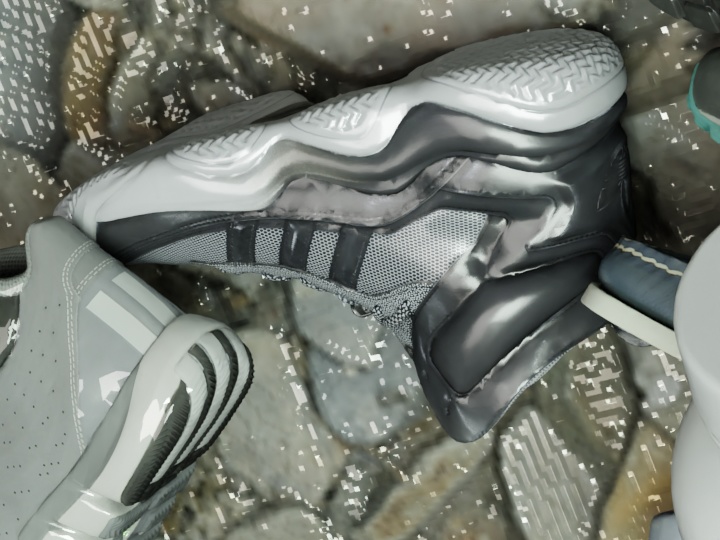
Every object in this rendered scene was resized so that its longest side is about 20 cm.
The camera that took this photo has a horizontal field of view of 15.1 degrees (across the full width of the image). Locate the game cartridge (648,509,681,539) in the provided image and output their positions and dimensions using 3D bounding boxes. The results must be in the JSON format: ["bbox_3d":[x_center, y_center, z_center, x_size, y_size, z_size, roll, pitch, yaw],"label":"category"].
[{"bbox_3d":[0.177,0.136,0.811,0.199,0.042,0.134,8,94,18],"label":"game cartridge"}]

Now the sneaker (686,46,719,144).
[{"bbox_3d":[0.190,-0.059,0.745,0.199,0.078,0.092,6,97,20],"label":"sneaker"}]

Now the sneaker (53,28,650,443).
[{"bbox_3d":[0.000,0.000,0.845,0.199,0.075,0.114,-13,102,27],"label":"sneaker"}]

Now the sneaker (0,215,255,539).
[{"bbox_3d":[-0.122,0.060,0.887,0.115,0.075,0.200,42,121,11],"label":"sneaker"}]

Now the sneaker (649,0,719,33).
[{"bbox_3d":[0.143,-0.115,0.741,0.199,0.087,0.076,11,132,48],"label":"sneaker"}]

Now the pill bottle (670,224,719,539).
[{"bbox_3d":[0.142,0.074,0.694,0.110,0.111,0.201,0,135,26],"label":"pill bottle"}]

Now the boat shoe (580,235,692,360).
[{"bbox_3d":[0.164,0.018,0.771,0.199,0.075,0.062,17,101,9],"label":"boat shoe"}]
